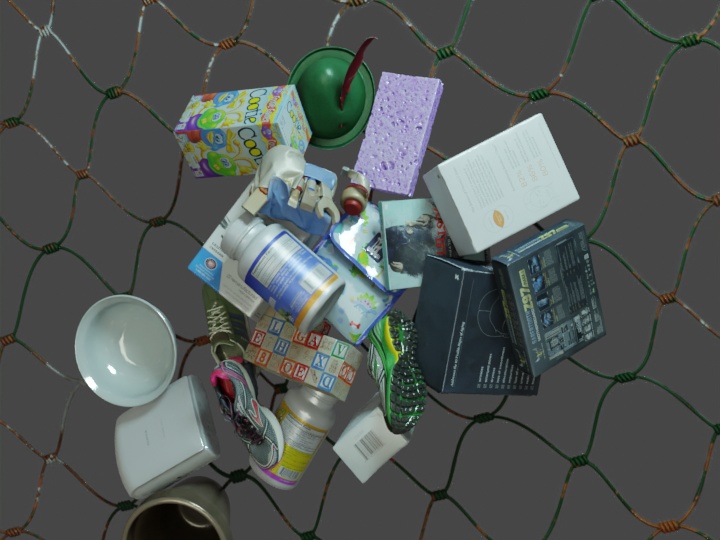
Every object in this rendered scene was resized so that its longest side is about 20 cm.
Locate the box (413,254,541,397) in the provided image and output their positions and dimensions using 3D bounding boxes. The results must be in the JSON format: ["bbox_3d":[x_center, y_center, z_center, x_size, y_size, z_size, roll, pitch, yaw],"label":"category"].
[{"bbox_3d":[0.199,0.091,1.474,0.193,0.123,0.205,6,99,-30],"label":"box"}]

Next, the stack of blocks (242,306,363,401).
[{"bbox_3d":[-0.095,0.135,1.555,0.197,0.059,0.117,16,76,32],"label":"stack of blocks"}]

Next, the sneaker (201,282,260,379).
[{"bbox_3d":[-0.240,0.112,1.619,0.066,0.090,0.204,-21,92,13],"label":"sneaker"}]

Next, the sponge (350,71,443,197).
[{"bbox_3d":[0.062,-0.232,1.521,0.109,0.030,0.204,14,85,25],"label":"sponge"}]

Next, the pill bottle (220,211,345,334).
[{"bbox_3d":[-0.129,-0.002,1.456,0.199,0.112,0.113,40,102,9],"label":"pill bottle"}]

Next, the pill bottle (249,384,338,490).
[{"bbox_3d":[-0.111,0.281,1.606,0.103,0.104,0.202,32,100,5],"label":"pill bottle"}]

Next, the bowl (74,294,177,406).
[{"bbox_3d":[-0.415,0.140,1.655,0.196,0.090,0.206,1,97,11],"label":"bowl"}]

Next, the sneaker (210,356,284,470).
[{"bbox_3d":[-0.201,0.252,1.544,0.080,0.075,0.203,-28,89,22],"label":"sneaker"}]

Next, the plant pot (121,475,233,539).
[{"bbox_3d":[-0.311,0.460,1.620,0.195,0.175,0.205,1,105,5],"label":"plant pot"}]

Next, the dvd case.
[{"bbox_3d":[0.127,-0.050,1.511,0.196,0.022,0.150,-5,90,-23],"label":"dvd case"}]

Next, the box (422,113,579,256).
[{"bbox_3d":[0.226,-0.136,1.465,0.197,0.106,0.155,-26,92,-9],"label":"box"}]

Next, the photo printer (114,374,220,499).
[{"bbox_3d":[-0.362,0.308,1.643,0.198,0.069,0.169,-30,57,13],"label":"photo printer"}]

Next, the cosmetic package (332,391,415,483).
[{"bbox_3d":[0.034,0.265,1.529,0.113,0.200,0.081,-43,87,15],"label":"cosmetic package"}]

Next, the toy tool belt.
[{"bbox_3d":[-0.088,-0.107,1.461,0.196,0.125,0.126,19,140,-6],"label":"toy tool belt"}]

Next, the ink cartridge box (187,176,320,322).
[{"bbox_3d":[-0.181,-0.037,1.563,0.145,0.084,0.202,35,84,8],"label":"ink cartridge box"}]

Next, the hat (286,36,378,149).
[{"bbox_3d":[-0.065,-0.304,1.495,0.163,0.176,0.204,22,100,8],"label":"hat"}]

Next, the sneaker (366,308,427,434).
[{"bbox_3d":[0.053,0.169,1.445,0.085,0.077,0.204,-37,44,40],"label":"sneaker"}]

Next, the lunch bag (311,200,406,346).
[{"bbox_3d":[0.000,0.000,1.550,0.170,0.127,0.201,42,92,1],"label":"lunch bag"}]

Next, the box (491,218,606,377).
[{"bbox_3d":[0.299,0.043,1.418,0.156,0.051,0.204,-27,113,-20],"label":"box"}]

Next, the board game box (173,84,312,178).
[{"bbox_3d":[-0.198,-0.234,1.532,0.195,0.104,0.106,-2,135,21],"label":"board game box"}]
